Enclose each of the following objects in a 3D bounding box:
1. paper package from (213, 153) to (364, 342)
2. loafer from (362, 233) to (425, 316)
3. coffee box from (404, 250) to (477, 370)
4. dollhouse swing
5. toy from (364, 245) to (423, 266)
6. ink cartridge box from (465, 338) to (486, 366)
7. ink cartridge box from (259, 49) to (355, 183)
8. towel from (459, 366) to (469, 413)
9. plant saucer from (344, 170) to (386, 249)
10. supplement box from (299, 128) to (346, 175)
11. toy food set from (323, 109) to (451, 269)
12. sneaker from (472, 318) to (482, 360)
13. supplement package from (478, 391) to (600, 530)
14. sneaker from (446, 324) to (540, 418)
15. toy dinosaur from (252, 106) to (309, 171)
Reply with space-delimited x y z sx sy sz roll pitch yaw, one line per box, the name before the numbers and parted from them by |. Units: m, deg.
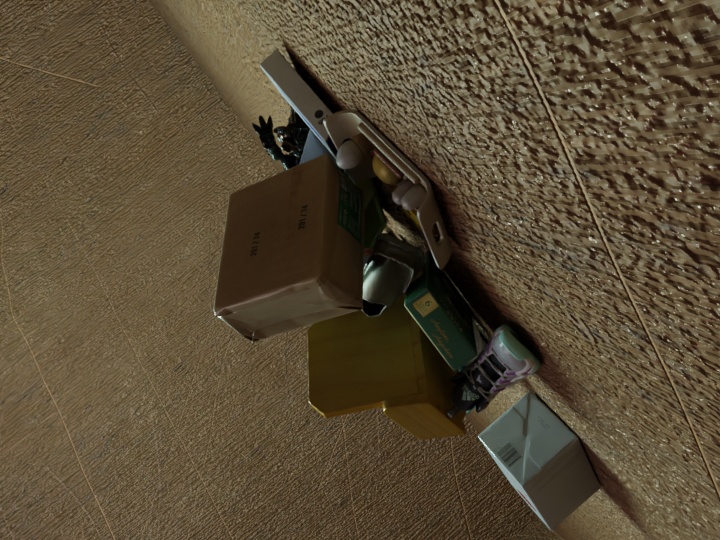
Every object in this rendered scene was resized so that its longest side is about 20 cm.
paper package | -0.093 -0.028 0.971 0.103 0.189 0.202 41 -139 -46
loafer | 0.037 0.016 0.972 0.075 0.070 0.200 23 158 5
coffee box | 0.117 0.053 1.039 0.123 0.044 0.200 53 -166 -11
dollhouse swing | 0.039 0.156 1.081 0.182 0.175 0.202 44 -149 -44
toy | 0.000 0.000 1.092 0.199 0.115 0.047 -16 -121 -50
ink cartridge box | 0.173 0.142 1.333 0.145 0.084 0.200 51 176 18
ink cartridge box | -0.063 -0.221 1.016 0.201 0.039 0.099 53 -177 21
towel | 0.119 0.178 1.224 0.199 0.022 0.147 35 140 1
plant saucer | -0.019 -0.052 1.142 0.048 0.201 0.200 28 170 16
supplement box | -0.053 -0.139 1.156 0.060 0.110 0.200 14 170 8
toy food set | 0.034 -0.099 0.892 0.200 0.060 0.144 50 176 32
sneaker | 0.141 0.064 1.207 0.201 0.074 0.082 55 -166 6
supplement package | 0.305 0.324 1.190 0.121 0.119 0.200 46 174 47
sneaker | 0.174 0.154 0.986 0.078 0.140 0.200 50 177 20
toy dinosaur | -0.102 -0.200 1.184 0.201 0.101 0.136 63 180 30
